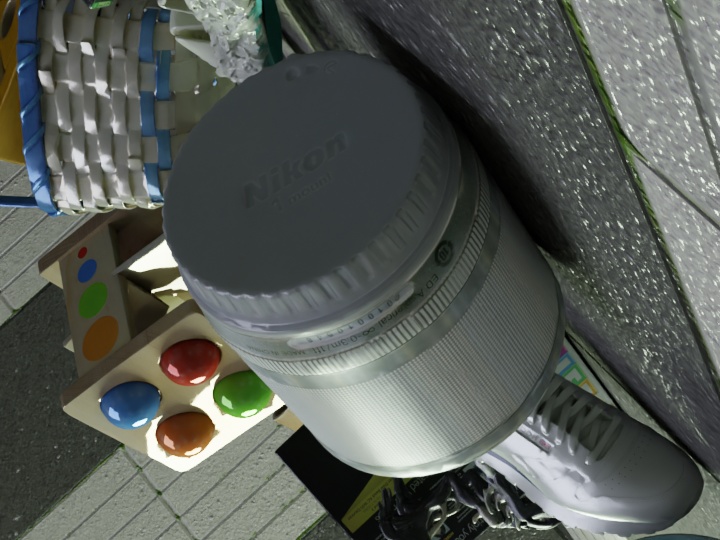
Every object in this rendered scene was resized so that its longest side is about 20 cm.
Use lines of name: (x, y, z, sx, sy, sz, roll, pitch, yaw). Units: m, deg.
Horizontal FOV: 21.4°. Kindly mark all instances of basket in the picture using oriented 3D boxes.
basket: (-0.178, -0.116, 1.198, 0.199, 0.177, 0.139, 9, -159, 17)

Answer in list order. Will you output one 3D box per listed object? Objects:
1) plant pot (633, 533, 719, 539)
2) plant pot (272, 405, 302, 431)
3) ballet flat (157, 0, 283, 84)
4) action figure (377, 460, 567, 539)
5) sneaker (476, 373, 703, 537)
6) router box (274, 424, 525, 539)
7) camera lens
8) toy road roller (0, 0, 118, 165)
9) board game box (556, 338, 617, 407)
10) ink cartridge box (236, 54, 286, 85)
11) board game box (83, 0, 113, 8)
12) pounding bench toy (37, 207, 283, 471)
plant pot: (0.226, 0.270, 1.171, 0.200, 0.200, 0.188, 46, -168, 29)
plant pot: (0.056, 0.103, 1.650, 0.200, 0.187, 0.186, 33, 179, -7)
ballet flat: (-0.080, -0.153, 1.072, 0.072, 0.072, 0.200, 47, 173, 10)
action figure: (0.111, 0.146, 1.387, 0.119, 0.199, 0.102, -11, -98, -72)
sneaker: (0.119, 0.097, 1.180, 0.200, 0.076, 0.081, 22, 148, 29)
router box: (0.059, 0.132, 1.486, 0.157, 0.200, 0.052, 48, -176, 9)
camera lens: (0.007, 0.003, 0.987, 0.160, 0.160, 0.200, 45, 176, 41)
toy road roller: (-0.188, -0.168, 1.359, 0.146, 0.200, 0.123, 16, -149, -27)
board game box: (0.103, 0.041, 1.293, 0.200, 0.034, 0.134, 51, 176, -38)
ink cartridge box: (-0.071, -0.077, 1.287, 0.200, 0.104, 0.059, 59, 178, 8)
board game box: (-0.184, -0.253, 1.075, 0.200, 0.105, 0.023, 48, -146, 17)
pounding bench toy: (-0.107, 0.057, 1.348, 0.200, 0.124, 0.156, 35, -152, -43)
